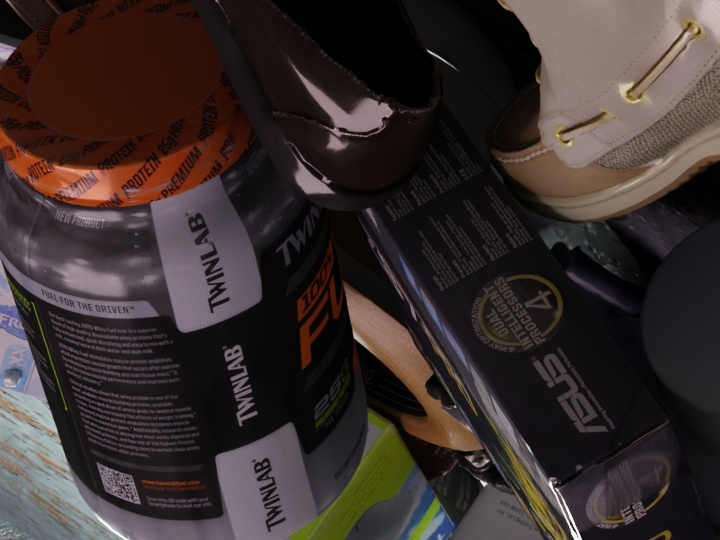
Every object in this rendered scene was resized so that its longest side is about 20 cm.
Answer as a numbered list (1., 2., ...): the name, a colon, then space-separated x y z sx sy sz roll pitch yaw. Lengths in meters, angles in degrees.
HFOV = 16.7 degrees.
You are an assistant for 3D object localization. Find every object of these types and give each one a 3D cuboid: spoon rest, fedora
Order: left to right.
1. spoon rest: -0.025 -0.100 0.919 0.200 0.061 0.099 37 163 -2
2. fedora: 0.000 0.000 1.125 0.201 0.082 0.201 37 169 9

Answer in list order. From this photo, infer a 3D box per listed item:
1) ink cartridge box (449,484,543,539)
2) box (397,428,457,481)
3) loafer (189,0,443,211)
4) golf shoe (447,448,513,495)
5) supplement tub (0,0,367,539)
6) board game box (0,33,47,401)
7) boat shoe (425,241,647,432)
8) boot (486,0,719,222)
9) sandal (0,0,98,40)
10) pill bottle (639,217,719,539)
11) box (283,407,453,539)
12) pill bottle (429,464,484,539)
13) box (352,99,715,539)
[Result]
1. ink cartridge box: 0.118 0.196 1.235 0.145 0.200 0.145 26 162 32
2. box: -0.026 0.028 1.281 0.200 0.075 0.100 37 165 -2
3. loafer: -0.027 -0.119 0.801 0.200 0.073 0.071 57 146 0
4. golf shoe: 0.120 0.091 1.162 0.200 0.077 0.088 17 163 49
5. supplement tub: -0.068 0.003 0.919 0.123 0.123 0.200 26 145 31
6. board game box: -0.129 -0.006 1.024 0.200 0.026 0.200 17 135 -8
7. boat shoe: 0.132 0.071 1.028 0.200 0.093 0.075 35 180 -14
8. boot: 0.058 -0.092 0.750 0.155 0.072 0.200 39 159 -15
9. sandal: -0.136 -0.106 0.977 0.080 0.057 0.201 15 119 3
10. pill bottle: 0.167 0.063 0.903 0.111 0.111 0.200 25 162 34
11. box: -0.016 0.143 1.218 0.048 0.122 0.200 32 168 22
12. pill bottle: 0.004 0.140 1.472 0.200 0.114 0.114 41 164 -22
13. box: 0.059 0.035 0.867 0.200 0.049 0.161 57 174 38
